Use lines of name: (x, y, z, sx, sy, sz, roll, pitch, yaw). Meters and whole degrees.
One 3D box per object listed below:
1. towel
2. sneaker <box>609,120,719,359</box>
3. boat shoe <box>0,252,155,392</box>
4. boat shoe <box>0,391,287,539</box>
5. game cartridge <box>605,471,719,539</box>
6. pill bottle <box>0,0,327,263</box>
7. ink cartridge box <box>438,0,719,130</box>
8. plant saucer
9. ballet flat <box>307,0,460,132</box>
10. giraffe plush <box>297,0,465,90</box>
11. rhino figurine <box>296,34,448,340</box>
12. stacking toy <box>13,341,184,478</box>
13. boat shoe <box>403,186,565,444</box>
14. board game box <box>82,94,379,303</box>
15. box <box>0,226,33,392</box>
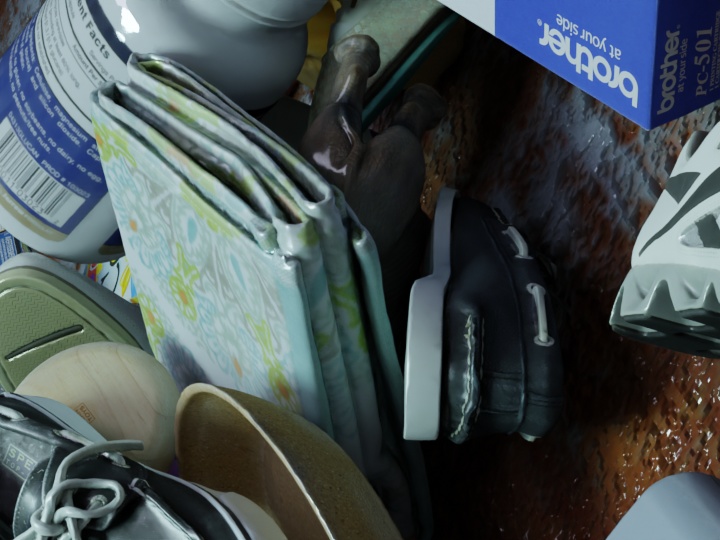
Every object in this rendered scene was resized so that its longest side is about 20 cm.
towel: (-0.042, 0.021, 0.778, 0.171, 0.048, 0.201, 39, 148, 44)
sneaker: (0.140, -0.021, 0.539, 0.200, 0.074, 0.089, -3, 71, 66)
boat shoe: (-0.115, 0.054, 0.925, 0.074, 0.200, 0.069, -26, 36, 23)
boat shoe: (-0.103, 0.095, 0.695, 0.199, 0.068, 0.074, 33, 100, 40)
game cartridge: (0.081, 0.170, 0.572, 0.201, 0.041, 0.133, -65, 26, 14)
pill bottle: (-0.094, -0.100, 0.852, 0.200, 0.111, 0.112, -42, 34, 36)
ink cartridge box: (0.063, -0.141, 0.715, 0.200, 0.044, 0.094, 39, 142, 42)
plant saucer: (-0.013, 0.131, 0.719, 0.200, 0.035, 0.201, 49, 152, 39)
ballet flat: (0.031, -0.140, 0.842, 0.200, 0.062, 0.067, -47, -1, 1)
giraffe plush: (-0.014, -0.203, 0.960, 0.199, 0.173, 0.163, 16, 64, 38)
rhino figurine: (0.000, 0.000, 0.815, 0.201, 0.059, 0.088, 92, -168, -47)
stacking toy: (-0.094, 0.115, 0.865, 0.200, 0.085, 0.086, 63, -151, -55)
boat shoe: (0.052, 0.019, 0.732, 0.200, 0.060, 0.076, -76, -10, -67)
board game box: (-0.070, -0.014, 0.996, 0.200, 0.103, 0.106, -23, 51, 62)
box: (-0.166, 0.082, 1.055, 0.040, 0.201, 0.137, -25, 26, -4)
